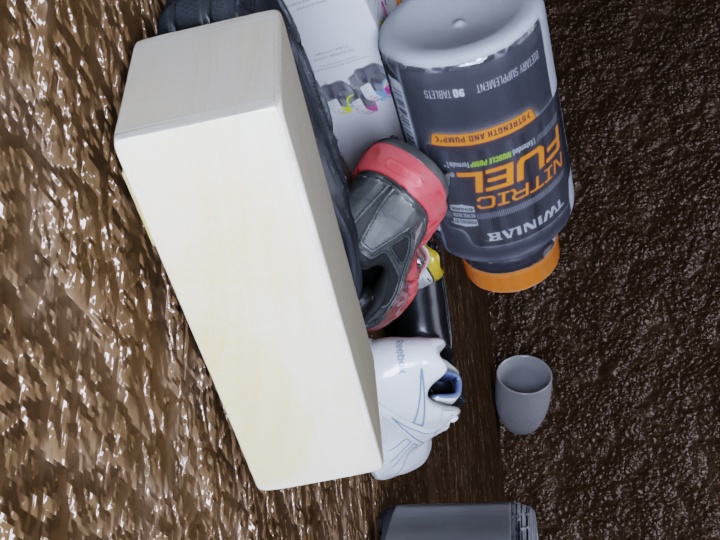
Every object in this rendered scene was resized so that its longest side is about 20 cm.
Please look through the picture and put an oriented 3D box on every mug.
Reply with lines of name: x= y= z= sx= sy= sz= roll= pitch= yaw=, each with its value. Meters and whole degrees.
mug: x=0.441 y=0.325 z=2.688 sx=0.199 sy=0.146 sz=0.178 roll=-38 pitch=139 yaw=-37

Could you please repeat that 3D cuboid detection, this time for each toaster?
toaster: x=0.076 y=0.249 z=0.780 sx=0.200 sy=0.127 sz=0.116 roll=-57 pitch=140 yaw=-75

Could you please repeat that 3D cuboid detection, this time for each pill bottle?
pill bottle: x=0.084 y=-0.081 z=0.672 sx=0.107 sy=0.104 sz=0.202 roll=-85 pitch=161 yaw=-48

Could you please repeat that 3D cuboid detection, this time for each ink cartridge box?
ink cartridge box: x=0.002 y=-0.156 z=0.720 sx=0.201 sy=0.067 sz=0.117 roll=59 pitch=25 yaw=-47

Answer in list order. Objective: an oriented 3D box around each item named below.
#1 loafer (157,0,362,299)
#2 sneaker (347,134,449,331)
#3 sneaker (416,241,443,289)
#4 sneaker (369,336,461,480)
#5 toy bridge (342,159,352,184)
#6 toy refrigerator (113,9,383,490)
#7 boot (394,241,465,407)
loafer: x=-0.037 y=-0.057 z=0.498 sx=0.071 sy=0.067 sz=0.202 roll=-71 pitch=151 yaw=-44
sneaker: x=0.000 y=0.000 z=0.677 sx=0.098 sy=0.070 sz=0.201 roll=-52 pitch=170 yaw=-26
sneaker: x=0.036 y=-0.066 z=0.892 sx=0.078 sy=0.081 sz=0.203 roll=66 pitch=20 yaw=-60
sneaker: x=0.039 y=0.109 z=0.783 sx=0.201 sy=0.085 sz=0.076 roll=67 pitch=17 yaw=-62
toy bridge: x=-0.008 y=-0.106 z=0.820 sx=0.067 sy=0.027 sz=0.203 roll=64 pitch=21 yaw=-59
toy refrigerator: x=-0.043 y=0.001 z=0.444 sx=0.077 sy=0.069 sz=0.202 roll=-95 pitch=173 yaw=-50
boot: x=0.058 y=0.052 z=0.967 sx=0.198 sy=0.072 sz=0.166 roll=71 pitch=17 yaw=-78
